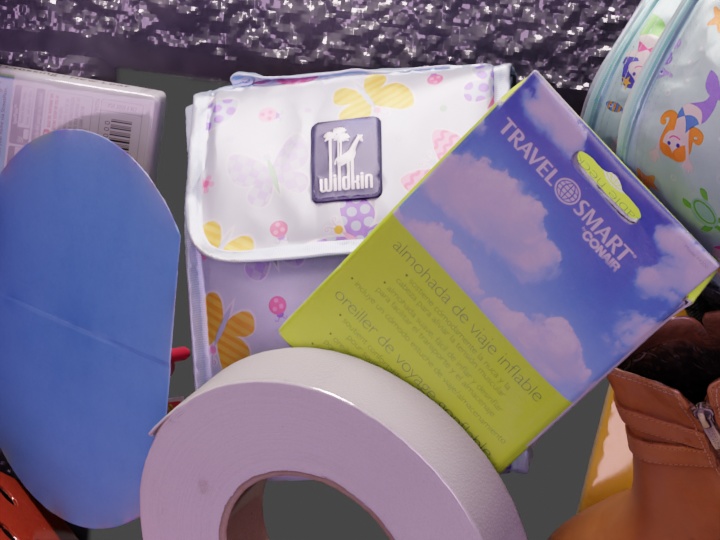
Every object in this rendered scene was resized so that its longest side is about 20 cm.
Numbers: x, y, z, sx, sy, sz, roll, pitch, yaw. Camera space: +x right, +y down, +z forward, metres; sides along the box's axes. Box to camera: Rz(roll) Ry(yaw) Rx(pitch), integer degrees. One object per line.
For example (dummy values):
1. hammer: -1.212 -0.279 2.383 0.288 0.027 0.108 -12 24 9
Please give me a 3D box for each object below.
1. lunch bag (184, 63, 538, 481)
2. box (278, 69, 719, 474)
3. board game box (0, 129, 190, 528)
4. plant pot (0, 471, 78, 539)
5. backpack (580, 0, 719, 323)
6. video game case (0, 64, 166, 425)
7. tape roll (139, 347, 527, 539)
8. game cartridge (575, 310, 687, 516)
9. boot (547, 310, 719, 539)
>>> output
1. lunch bag: 0.000 0.000 1.397 0.169 0.127 0.201 -1 94 7
2. box: 0.066 0.007 1.262 0.122 0.048 0.200 46 126 2
3. board game box: -0.129 0.028 1.424 0.158 0.039 0.201 19 108 47
4. plant pot: -0.215 0.201 1.410 0.176 0.200 0.200 -44 61 3
5. backpack: 0.192 -0.068 1.301 0.150 0.200 0.178 28 79 27
6. video game case: -0.202 -0.009 1.480 0.181 0.022 0.201 9 102 8
7. tape roll: -0.014 0.133 1.323 0.202 0.037 0.204 16 123 27
8. game cartridge: 0.212 0.073 1.423 0.176 0.032 0.201 15 99 7
9. boot: 0.147 0.092 1.331 0.199 0.077 0.155 -12 139 31
